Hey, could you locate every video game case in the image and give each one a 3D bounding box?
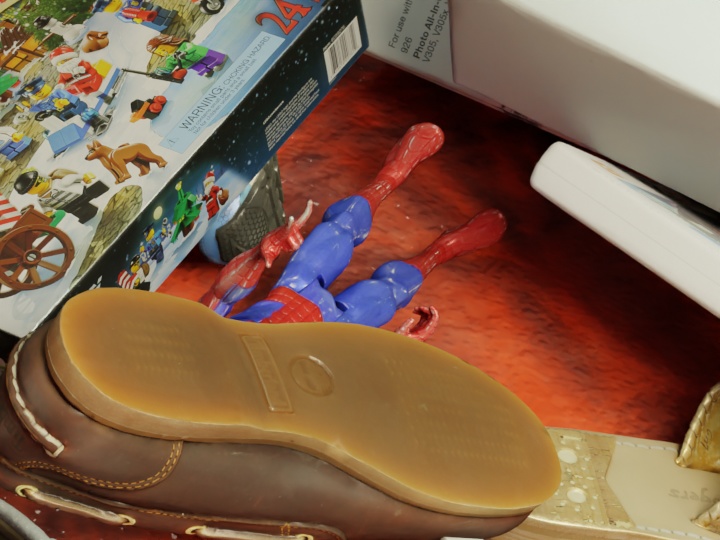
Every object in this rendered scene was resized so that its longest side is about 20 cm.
[{"bbox_3d":[0.178,0.025,1.026,0.200,0.023,0.182,37,11,31],"label":"video game case"}]

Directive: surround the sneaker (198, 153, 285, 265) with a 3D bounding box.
[{"bbox_3d":[-0.092,-0.063,1.091,0.090,0.078,0.200,-21,45,-15],"label":"sneaker"}]

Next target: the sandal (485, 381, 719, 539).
[{"bbox_3d":[0.142,0.065,1.001,0.212,0.070,0.078,3,39,-18],"label":"sandal"}]

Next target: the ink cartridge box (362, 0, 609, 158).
[{"bbox_3d":[0.107,-0.095,1.142,0.200,0.084,0.146,24,13,12],"label":"ink cartridge box"}]

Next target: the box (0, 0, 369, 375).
[{"bbox_3d":[-0.108,-0.051,1.003,0.137,0.038,0.200,20,53,27],"label":"box"}]

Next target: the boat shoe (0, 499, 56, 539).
[{"bbox_3d":[-0.139,0.082,0.869,0.202,0.065,0.074,38,41,26],"label":"boat shoe"}]

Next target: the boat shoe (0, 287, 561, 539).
[{"bbox_3d":[-0.030,0.056,0.917,0.200,0.070,0.070,16,41,-31],"label":"boat shoe"}]

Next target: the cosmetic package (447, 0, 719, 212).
[{"bbox_3d":[0.141,-0.085,1.004,0.200,0.081,0.113,27,68,14],"label":"cosmetic package"}]

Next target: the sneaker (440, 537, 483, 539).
[{"bbox_3d":[0.069,0.153,0.852,0.085,0.073,0.200,7,36,-9],"label":"sneaker"}]

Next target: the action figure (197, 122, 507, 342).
[{"bbox_3d":[0.000,0.000,1.004,0.065,0.099,0.200,52,43,-3],"label":"action figure"}]
